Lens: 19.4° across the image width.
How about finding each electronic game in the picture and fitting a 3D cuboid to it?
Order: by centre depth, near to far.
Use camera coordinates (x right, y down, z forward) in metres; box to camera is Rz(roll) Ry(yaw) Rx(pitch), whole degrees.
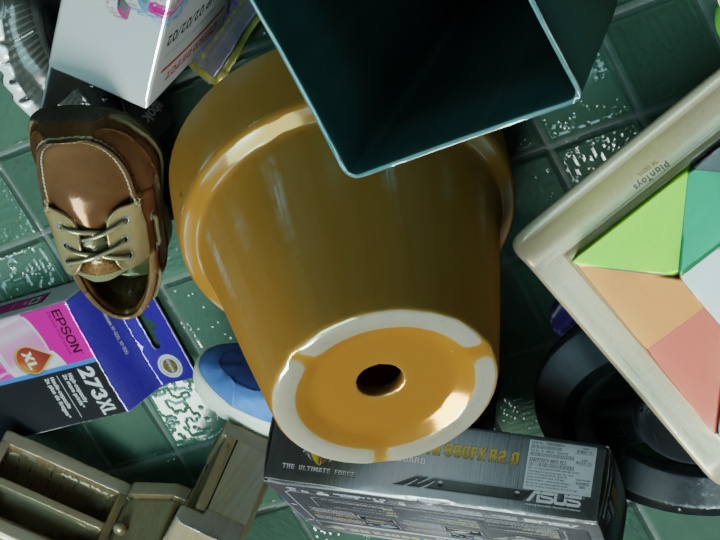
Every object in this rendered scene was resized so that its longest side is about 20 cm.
[{"bbox_3d":[0.205,0.085,1.282,0.200,0.042,0.200,8,138,7],"label":"electronic game"}]

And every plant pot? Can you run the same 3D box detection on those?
[{"bbox_3d":[0.054,-0.172,1.111,0.141,0.200,0.141,-17,112,32],"label":"plant pot"},{"bbox_3d":[0.000,0.000,1.191,0.200,0.183,0.200,-6,135,-6],"label":"plant pot"}]

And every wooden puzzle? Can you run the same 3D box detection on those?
[{"bbox_3d":[0.212,0.004,1.170,0.185,0.037,0.200,-40,97,22],"label":"wooden puzzle"}]

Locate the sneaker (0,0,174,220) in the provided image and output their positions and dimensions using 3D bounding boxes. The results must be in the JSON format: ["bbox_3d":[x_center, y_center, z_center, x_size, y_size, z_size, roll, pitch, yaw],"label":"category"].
[{"bbox_3d":[-0.165,-0.106,1.336,0.090,0.066,0.200,-8,120,24],"label":"sneaker"}]

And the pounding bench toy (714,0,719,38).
[{"bbox_3d":[0.265,-0.147,1.081,0.156,0.124,0.200,-15,113,31],"label":"pounding bench toy"}]

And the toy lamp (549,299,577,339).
[{"bbox_3d":[0.188,-0.019,1.240,0.058,0.058,0.200,44,126,-7],"label":"toy lamp"}]

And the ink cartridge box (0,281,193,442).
[{"bbox_3d":[-0.219,0.063,1.483,0.200,0.037,0.095,-16,113,29],"label":"ink cartridge box"}]

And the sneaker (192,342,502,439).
[{"bbox_3d":[-0.006,0.063,1.359,0.200,0.077,0.111,19,132,6],"label":"sneaker"}]

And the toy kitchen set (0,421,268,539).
[{"bbox_3d":[-0.179,0.187,1.407,0.180,0.163,0.200,25,149,-4],"label":"toy kitchen set"}]

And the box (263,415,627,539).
[{"bbox_3d":[0.056,0.133,1.273,0.200,0.048,0.158,6,164,14],"label":"box"}]

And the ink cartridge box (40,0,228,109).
[{"bbox_3d":[-0.116,-0.176,1.208,0.068,0.115,0.200,24,127,8],"label":"ink cartridge box"}]

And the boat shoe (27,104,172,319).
[{"bbox_3d":[-0.150,-0.030,1.261,0.076,0.074,0.200,-4,156,6],"label":"boat shoe"}]

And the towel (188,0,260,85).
[{"bbox_3d":[-0.128,-0.217,1.274,0.200,0.023,0.144,40,128,-4],"label":"towel"}]
